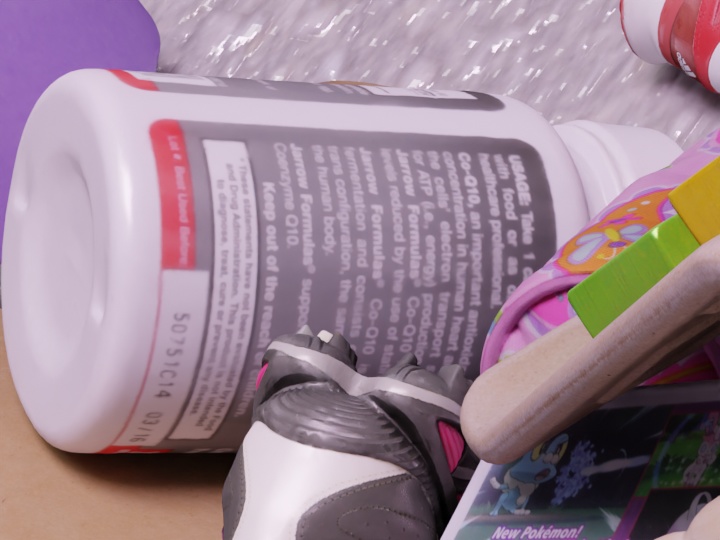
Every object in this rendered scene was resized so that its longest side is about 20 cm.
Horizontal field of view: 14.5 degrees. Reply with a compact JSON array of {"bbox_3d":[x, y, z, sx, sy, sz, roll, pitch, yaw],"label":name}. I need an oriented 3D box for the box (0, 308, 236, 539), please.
[{"bbox_3d":[-0.089,0.067,0.844,0.163,0.021,0.200,16,21,11],"label":"box"}]

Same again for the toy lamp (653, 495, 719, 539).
[{"bbox_3d":[0.072,0.056,0.567,0.200,0.058,0.058,-36,37,24],"label":"toy lamp"}]

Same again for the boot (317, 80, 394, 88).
[{"bbox_3d":[-0.048,0.015,0.974,0.200,0.077,0.155,-2,47,32],"label":"boot"}]

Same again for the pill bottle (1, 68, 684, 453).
[{"bbox_3d":[0.000,0.000,0.872,0.200,0.114,0.114,2,34,-25],"label":"pill bottle"}]

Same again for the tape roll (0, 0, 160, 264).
[{"bbox_3d":[-0.181,-0.067,1.096,0.200,0.085,0.200,-28,30,18],"label":"tape roll"}]

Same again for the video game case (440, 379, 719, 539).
[{"bbox_3d":[0.062,0.101,0.614,0.200,0.023,0.182,-9,47,55],"label":"video game case"}]

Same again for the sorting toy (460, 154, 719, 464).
[{"bbox_3d":[0.118,-0.028,0.625,0.185,0.037,0.200,-30,-3,-19],"label":"sorting toy"}]

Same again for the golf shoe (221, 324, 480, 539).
[{"bbox_3d":[0.003,0.100,0.770,0.077,0.200,0.088,10,58,27],"label":"golf shoe"}]

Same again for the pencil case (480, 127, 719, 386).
[{"bbox_3d":[0.114,-0.001,0.809,0.087,0.088,0.200,2,24,32],"label":"pencil case"}]

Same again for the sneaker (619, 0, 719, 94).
[{"bbox_3d":[0.194,-0.129,0.992,0.115,0.078,0.200,36,85,38],"label":"sneaker"}]
